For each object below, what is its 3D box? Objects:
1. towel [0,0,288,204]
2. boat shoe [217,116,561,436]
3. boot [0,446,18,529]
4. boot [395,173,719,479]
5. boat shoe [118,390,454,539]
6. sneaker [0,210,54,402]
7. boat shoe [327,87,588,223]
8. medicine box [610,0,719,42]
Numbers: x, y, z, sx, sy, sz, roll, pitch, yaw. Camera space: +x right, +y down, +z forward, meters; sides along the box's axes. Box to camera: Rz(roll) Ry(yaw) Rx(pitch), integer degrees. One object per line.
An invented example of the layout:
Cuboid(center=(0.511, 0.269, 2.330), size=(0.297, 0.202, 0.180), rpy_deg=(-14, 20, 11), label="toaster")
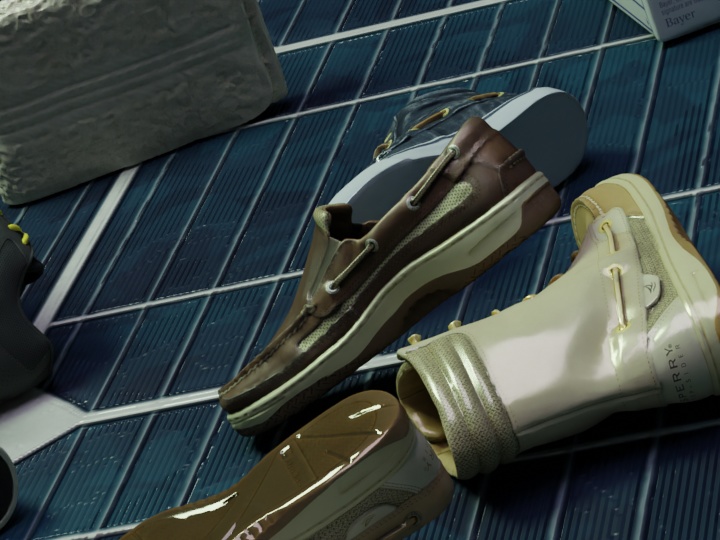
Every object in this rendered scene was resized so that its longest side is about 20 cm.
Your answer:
Cuboid(center=(-0.154, -0.132, 1.851), size=(0.199, 0.133, 0.034), rpy_deg=(-20, 27, -4), label="towel")
Cuboid(center=(0.001, -0.001, 1.441), size=(0.202, 0.075, 0.075), rpy_deg=(-38, 0, 12), label="boat shoe")
Cuboid(center=(-0.289, 0.129, 1.462), size=(0.200, 0.073, 0.144), rpy_deg=(-25, 22, -33), label="boot")
Cuboid(center=(0.088, 0.027, 1.399), size=(0.155, 0.073, 0.200), rpy_deg=(-21, 26, -2), label="boot")
Cuboid(center=(-0.051, 0.134, 1.276), size=(0.200, 0.065, 0.071), rpy_deg=(-33, 29, 7), label="boat shoe")
Cuboid(center=(-0.223, -0.015, 1.620), size=(0.084, 0.201, 0.074), rpy_deg=(-11, -12, -13), label="sneaker")
Cuboid(center=(0.031, -0.046, 1.610), size=(0.200, 0.071, 0.091), rpy_deg=(-29, 23, -38), label="boat shoe")
Cuboid(center=(0.176, -0.269, 1.813), size=(0.103, 0.200, 0.182), rpy_deg=(-21, 23, -6), label="medicine box")
